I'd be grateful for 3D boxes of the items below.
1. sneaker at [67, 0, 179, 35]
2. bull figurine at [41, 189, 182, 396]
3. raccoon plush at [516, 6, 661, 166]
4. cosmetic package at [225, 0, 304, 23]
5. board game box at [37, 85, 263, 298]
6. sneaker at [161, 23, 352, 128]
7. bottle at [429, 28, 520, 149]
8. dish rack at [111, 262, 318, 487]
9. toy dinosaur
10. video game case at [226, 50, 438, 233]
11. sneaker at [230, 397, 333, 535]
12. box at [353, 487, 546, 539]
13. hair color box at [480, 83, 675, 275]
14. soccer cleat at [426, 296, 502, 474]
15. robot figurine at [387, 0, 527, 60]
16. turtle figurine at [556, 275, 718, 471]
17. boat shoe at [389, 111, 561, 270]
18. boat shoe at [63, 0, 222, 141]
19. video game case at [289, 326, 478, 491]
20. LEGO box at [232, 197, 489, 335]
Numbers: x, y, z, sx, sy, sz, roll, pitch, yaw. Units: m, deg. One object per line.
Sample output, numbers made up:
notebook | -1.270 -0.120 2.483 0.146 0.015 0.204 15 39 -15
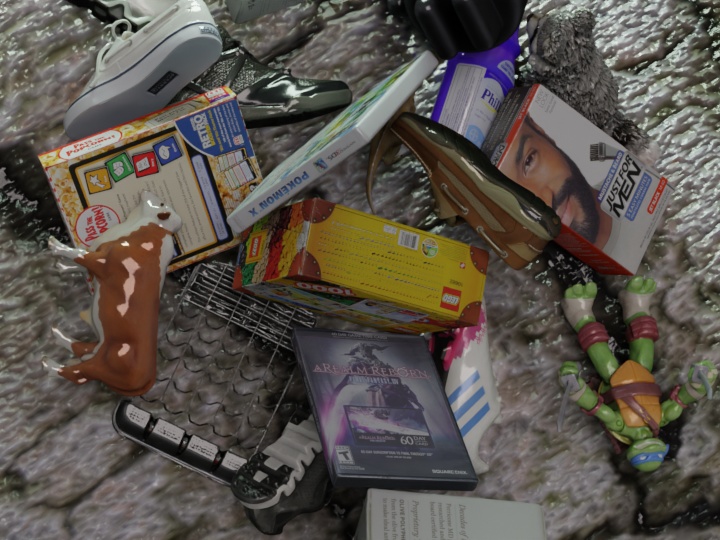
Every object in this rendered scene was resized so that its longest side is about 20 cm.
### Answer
sneaker | -0.268 -0.313 1.744 0.200 0.074 0.089 33 76 -12
bull figurine | -0.236 0.020 1.627 0.121 0.065 0.200 4 89 0
raccoon plush | 0.251 -0.199 1.767 0.200 0.134 0.097 26 75 -4
cosmetic package | -0.054 -0.348 1.778 0.200 0.081 0.113 -19 83 -13
board game box | -0.197 -0.076 1.682 0.200 0.046 0.152 -21 115 -11
sneaker | -0.109 -0.203 1.742 0.199 0.076 0.114 -4 86 -4
bottle | 0.122 -0.192 1.773 0.065 0.084 0.200 11 74 29
dish rack | -0.139 0.098 1.694 0.153 0.055 0.200 26 75 -5
toy dinosaur | 0.027 -0.146 1.739 0.058 0.101 0.200 27 76 -3
video game case | -0.025 -0.126 1.645 0.022 0.182 0.200 51 35 -9
sneaker | -0.047 0.188 1.686 0.066 0.091 0.200 24 51 34
box | 0.073 0.340 1.571 0.171 0.199 0.200 6 47 -8
hair color box | 0.217 -0.091 1.745 0.200 0.064 0.111 32 76 -23
soccer cleat | 0.108 0.113 1.728 0.086 0.070 0.200 16 78 -23
robot figurine | 0.114 -0.297 1.703 0.150 0.125 0.200 18 47 1
turtle figurine | 0.273 0.089 1.698 0.144 0.200 0.194 -24 57 18
boat shoe | 0.100 -0.076 1.641 0.200 0.076 0.074 42 108 24
boat shoe | -0.226 -0.209 1.698 0.075 0.202 0.086 18 47 -47
video game case | 0.020 0.131 1.631 0.143 0.019 0.200 5 40 -21
LEGO box | 0.000 0.000 1.653 0.200 0.149 0.077 16 76 -26
